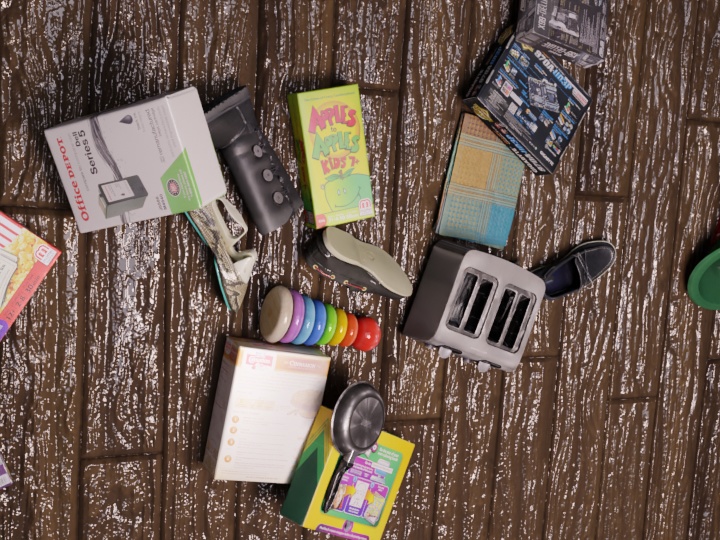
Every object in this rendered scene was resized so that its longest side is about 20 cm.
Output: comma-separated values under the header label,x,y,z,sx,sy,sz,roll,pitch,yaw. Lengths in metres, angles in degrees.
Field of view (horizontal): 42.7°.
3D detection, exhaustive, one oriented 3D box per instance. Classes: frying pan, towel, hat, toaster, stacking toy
label,x,y,z,sx,sy,sz,roll,pitch,yaw
frying pan,-0.019,0.253,1.365,0.191,0.031,0.116,-56,132,-27
towel,0.205,-0.146,1.537,0.144,0.022,0.204,12,91,-26
hat,0.698,-0.053,1.776,0.164,0.178,0.200,28,124,-27
toaster,0.188,0.053,1.507,0.179,0.118,0.203,21,89,-26
stacking toy,-0.053,0.086,1.427,0.197,0.085,0.087,15,92,-29

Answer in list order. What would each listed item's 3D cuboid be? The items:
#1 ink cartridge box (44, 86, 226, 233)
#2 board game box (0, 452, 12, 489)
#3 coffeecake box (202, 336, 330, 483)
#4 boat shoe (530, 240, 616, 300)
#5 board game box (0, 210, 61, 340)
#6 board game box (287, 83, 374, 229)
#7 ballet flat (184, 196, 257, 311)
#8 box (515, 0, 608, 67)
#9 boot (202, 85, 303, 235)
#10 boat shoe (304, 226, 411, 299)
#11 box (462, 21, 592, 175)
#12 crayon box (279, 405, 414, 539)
label,x,y,z,sx,sy,sz,roll,pitch,yaw
ink cartridge box,-0.296,-0.143,1.214,0.197,0.084,0.148,-10,106,22
board game box,-0.588,0.275,1.242,0.197,0.032,0.122,-22,111,-21
coffeecake box,-0.143,0.214,1.407,0.151,0.073,0.204,10,94,-26
boat shoe,0.375,0.004,1.614,0.197,0.062,0.076,-21,105,-21
board game box,-0.522,-0.020,1.213,0.199,0.046,0.153,36,83,-24
board game box,-0.044,-0.174,1.404,0.100,0.047,0.204,-13,103,-22
ballet flat,-0.195,-0.039,1.342,0.074,0.068,0.203,-20,106,5
box,0.335,-0.452,1.502,0.155,0.050,0.204,11,82,-29
boot,-0.178,-0.140,1.319,0.164,0.065,0.203,-39,116,-38
boat shoe,0.000,-0.002,1.447,0.200,0.075,0.063,27,128,-36
box,0.279,-0.281,1.521,0.199,0.046,0.160,38,73,-25
crayon box,-0.016,0.325,1.447,0.199,0.058,0.175,31,76,-47
